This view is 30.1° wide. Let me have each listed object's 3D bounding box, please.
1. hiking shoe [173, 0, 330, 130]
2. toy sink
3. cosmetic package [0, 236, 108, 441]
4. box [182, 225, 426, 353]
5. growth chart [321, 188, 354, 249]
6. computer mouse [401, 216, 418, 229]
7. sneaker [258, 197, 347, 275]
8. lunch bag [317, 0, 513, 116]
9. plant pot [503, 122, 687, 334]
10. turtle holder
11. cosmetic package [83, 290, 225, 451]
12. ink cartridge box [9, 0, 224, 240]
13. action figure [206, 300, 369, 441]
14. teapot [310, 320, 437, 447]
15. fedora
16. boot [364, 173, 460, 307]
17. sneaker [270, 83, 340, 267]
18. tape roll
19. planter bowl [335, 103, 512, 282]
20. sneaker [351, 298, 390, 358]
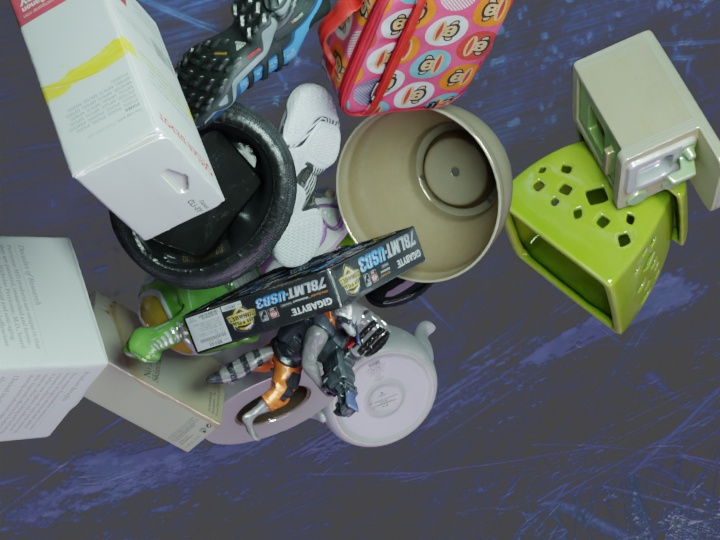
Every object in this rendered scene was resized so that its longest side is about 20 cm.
[{"bbox_3d":[-0.103,-0.197,1.258,0.086,0.075,0.200,4,143,-46],"label":"hiking shoe"},{"bbox_3d":[0.338,-0.157,1.595,0.112,0.201,0.130,-24,156,-2],"label":"toy sink"},{"bbox_3d":[-0.406,0.075,1.410,0.199,0.167,0.167,0,146,-41],"label":"cosmetic package"},{"bbox_3d":[-0.058,0.018,1.440,0.198,0.050,0.200,-16,-173,31],"label":"box"},{"bbox_3d":[0.034,-0.055,1.658,0.199,0.018,0.145,1,142,-5],"label":"growth chart"},{"bbox_3d":[0.000,0.000,1.633,0.200,0.110,0.044,-32,111,25],"label":"computer mouse"},{"bbox_3d":[-0.080,-0.030,1.639,0.200,0.075,0.099,-35,168,30],"label":"sneaker"},{"bbox_3d":[0.044,-0.240,1.312,0.175,0.082,0.200,-8,149,-25],"label":"lunch bag"},{"bbox_3d":[0.315,-0.067,1.742,0.182,0.200,0.199,-48,156,-6],"label":"plant pot"},{"bbox_3d":[-0.190,0.044,1.539,0.131,0.186,0.141,-18,139,32],"label":"turtle holder"},{"bbox_3d":[-0.263,0.123,1.614,0.200,0.104,0.073,34,123,-29],"label":"cosmetic package"},{"bbox_3d":[-0.203,-0.146,1.115,0.083,0.201,0.145,-27,155,6],"label":"ink cartridge box"},{"bbox_3d":[-0.070,0.102,1.518,0.193,0.200,0.105,-41,117,6],"label":"action figure"},{"bbox_3d":[0.007,0.156,1.994,0.199,0.146,0.198,21,107,-30],"label":"teapot"},{"bbox_3d":[-0.160,-0.083,1.385,0.200,0.201,0.092,-26,-169,3],"label":"fedora"},{"bbox_3d":[0.087,-0.040,1.751,0.197,0.074,0.163,-25,156,-6],"label":"boot"},{"bbox_3d":[-0.087,-0.114,1.447,0.075,0.115,0.201,-7,116,-35],"label":"sneaker"},{"bbox_3d":[-0.139,0.123,1.784,0.202,0.140,0.203,-20,154,-10],"label":"tape roll"},{"bbox_3d":[0.089,-0.102,1.517,0.200,0.201,0.135,-41,176,32],"label":"planter bowl"},{"bbox_3d":[-0.037,0.039,1.788,0.075,0.081,0.200,-39,134,-3],"label":"sneaker"}]
